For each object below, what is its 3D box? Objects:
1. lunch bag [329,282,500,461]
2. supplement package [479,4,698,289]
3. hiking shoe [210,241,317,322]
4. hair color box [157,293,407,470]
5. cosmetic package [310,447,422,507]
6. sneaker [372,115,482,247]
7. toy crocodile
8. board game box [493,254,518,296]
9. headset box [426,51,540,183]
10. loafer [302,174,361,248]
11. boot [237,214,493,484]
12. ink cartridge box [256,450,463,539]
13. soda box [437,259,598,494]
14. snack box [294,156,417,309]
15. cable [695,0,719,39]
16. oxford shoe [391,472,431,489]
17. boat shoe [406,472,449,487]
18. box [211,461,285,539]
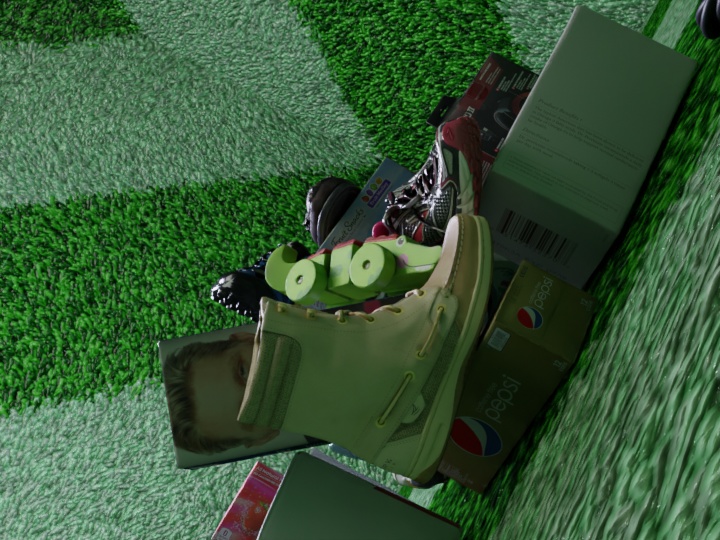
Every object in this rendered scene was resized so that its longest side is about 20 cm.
[{"bbox_3d":[0.054,0.075,1.041,0.200,0.121,0.171,-69,0,-65],"label":"lunch bag"},{"bbox_3d":[0.187,-0.104,0.923,0.201,0.116,0.117,-59,-8,-27],"label":"supplement package"},{"bbox_3d":[-0.089,0.007,1.056,0.087,0.074,0.200,-64,-9,0],"label":"hiking shoe"},{"bbox_3d":[-0.048,0.088,0.834,0.061,0.199,0.101,88,170,-80],"label":"hair color box"},{"bbox_3d":[-0.027,0.290,1.016,0.200,0.150,0.052,-58,-7,-32],"label":"cosmetic package"},{"bbox_3d":[0.056,-0.054,0.891,0.200,0.074,0.081,105,172,-60],"label":"sneaker"},{"bbox_3d":[0.000,0.000,0.901,0.199,0.067,0.062,-11,66,43],"label":"toy crocodile"},{"bbox_3d":[0.113,0.063,1.223,0.198,0.043,0.201,3,-59,-43],"label":"board game box"},{"bbox_3d":[0.162,-0.118,1.051,0.149,0.199,0.075,-58,-6,-41],"label":"headset box"},{"bbox_3d":[-0.035,-0.059,1.112,0.072,0.063,0.200,-56,-12,-3],"label":"loafer"},{"bbox_3d":[0.005,0.035,0.773,0.073,0.155,0.201,121,167,-77],"label":"boot"},{"bbox_3d":[-0.014,0.243,0.900,0.200,0.145,0.084,107,-173,-61],"label":"ink cartridge box"},{"bbox_3d":[0.107,0.087,0.821,0.068,0.064,0.200,-58,-6,-40],"label":"soda box"},{"bbox_3d":[0.000,0.009,1.100,0.169,0.067,0.200,-54,-13,-26],"label":"snack box"},{"bbox_3d":[0.286,-0.249,0.720,0.163,0.051,0.201,89,-154,-69],"label":"cable"},{"bbox_3d":[0.116,0.195,1.355,0.200,0.075,0.058,-54,33,-2],"label":"oxford shoe"},{"bbox_3d":[0.082,0.202,1.170,0.200,0.075,0.061,18,-119,-70],"label":"boat shoe"},{"bbox_3d":[-0.049,0.298,1.116,0.100,0.199,0.096,-58,-8,-31],"label":"box"}]
